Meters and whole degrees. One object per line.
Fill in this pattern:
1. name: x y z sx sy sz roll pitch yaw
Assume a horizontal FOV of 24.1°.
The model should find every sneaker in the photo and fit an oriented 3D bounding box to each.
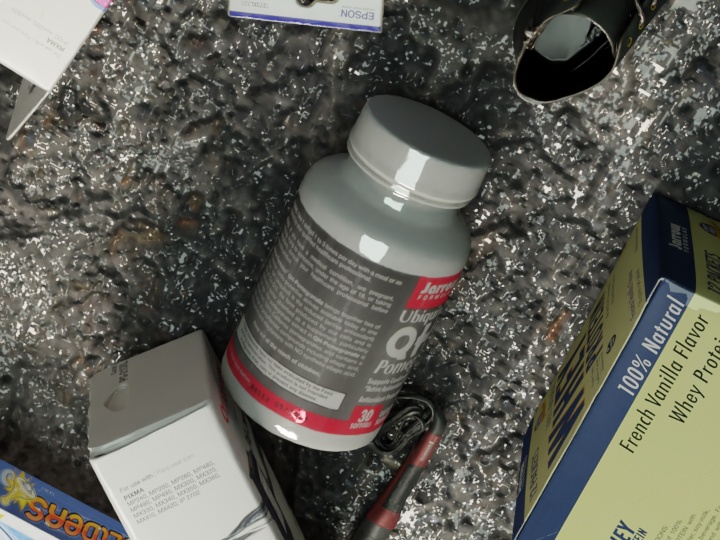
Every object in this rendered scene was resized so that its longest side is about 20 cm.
1. sneaker: 0.158 -0.172 0.920 0.075 0.106 0.200 35 113 -7

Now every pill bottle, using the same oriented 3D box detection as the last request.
1. pill bottle: 0.000 0.000 1.015 0.110 0.111 0.201 25 115 -2

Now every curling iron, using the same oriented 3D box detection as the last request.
1. curling iron: 0.007 0.159 1.130 0.049 0.026 0.201 31 121 18

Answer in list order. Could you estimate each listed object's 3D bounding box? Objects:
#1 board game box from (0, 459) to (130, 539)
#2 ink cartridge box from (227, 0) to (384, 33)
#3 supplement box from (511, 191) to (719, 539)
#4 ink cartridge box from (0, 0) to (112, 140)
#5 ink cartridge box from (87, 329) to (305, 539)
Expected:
1. board game box: -0.242 0.183 1.144 0.199 0.035 0.136 28 139 -3
2. ink cartridge box: -0.024 -0.241 0.959 0.094 0.037 0.202 7 111 5
3. supplement box: 0.222 0.098 1.009 0.199 0.134 0.201 24 114 -2
4. ink cartridge box: -0.168 -0.184 0.956 0.067 0.117 0.200 31 114 -19
5. ink cartridge box: -0.093 0.157 1.070 0.084 0.145 0.201 -25 108 -1
